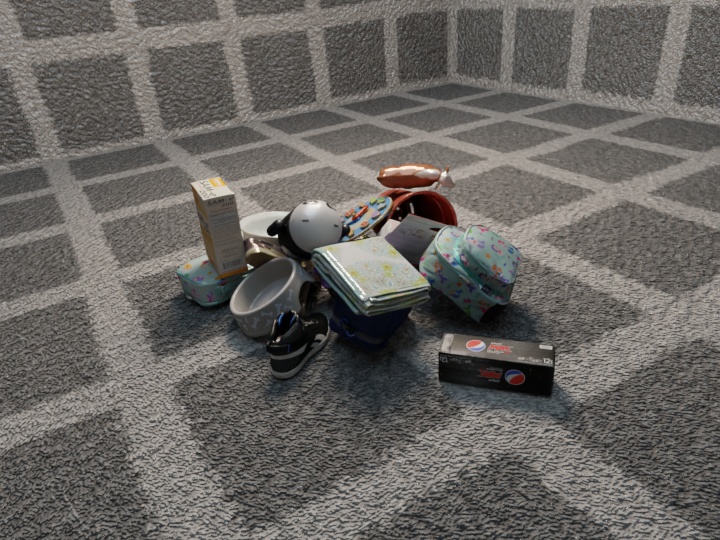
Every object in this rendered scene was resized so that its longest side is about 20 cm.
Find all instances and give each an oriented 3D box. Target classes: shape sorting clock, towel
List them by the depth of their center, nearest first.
[{"bbox_3d":[0.021,0.008,1.042,0.171,0.048,0.200,-10,42,-33],"label":"towel"},{"bbox_3d":[-0.008,-0.125,1.328,0.200,0.039,0.200,-32,18,12],"label":"shape sorting clock"}]

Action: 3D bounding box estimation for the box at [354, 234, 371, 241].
[{"bbox_3d":[-0.086,-0.073,1.475,0.159,0.049,0.200,-22,33,-32],"label":"box"}]

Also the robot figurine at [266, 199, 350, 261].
[{"bbox_3d":[-0.118,-0.090,1.209,0.150,0.125,0.200,-40,8,-21],"label":"robot figurine"}]

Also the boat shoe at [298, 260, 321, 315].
[{"bbox_3d":[-0.123,0.037,1.259,0.065,0.072,0.200,9,37,13],"label":"boat shoe"}]

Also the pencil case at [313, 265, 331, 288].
[{"bbox_3d":[0.000,0.000,1.229,0.200,0.084,0.085,1,18,-27],"label":"pencil case"}]

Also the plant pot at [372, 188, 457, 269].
[{"bbox_3d":[0.123,-0.128,1.411,0.200,0.201,0.195,-13,21,-14],"label":"plant pot"}]

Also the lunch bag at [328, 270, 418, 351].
[{"bbox_3d":[0.026,0.074,1.104,0.136,0.133,0.200,27,39,19],"label":"lunch bag"}]

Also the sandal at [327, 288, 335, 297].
[{"bbox_3d":[-0.038,-0.008,1.308,0.054,0.080,0.200,-18,29,23],"label":"sandal"}]

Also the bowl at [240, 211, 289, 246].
[{"bbox_3d":[-0.216,-0.082,1.394,0.201,0.091,0.201,3,23,-1],"label":"bowl"}]

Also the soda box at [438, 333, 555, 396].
[{"bbox_3d":[0.243,0.167,0.957,0.200,0.071,0.063,5,31,18],"label":"soda box"}]

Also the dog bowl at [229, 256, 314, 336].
[{"bbox_3d":[-0.200,0.050,1.170,0.200,0.059,0.200,-24,33,17],"label":"dog bowl"}]

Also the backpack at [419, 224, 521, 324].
[{"bbox_3d":[0.232,-0.007,1.128,0.200,0.151,0.178,32,39,6],"label":"backpack"}]

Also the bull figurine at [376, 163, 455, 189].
[{"bbox_3d":[0.142,-0.239,1.363,0.199,0.065,0.121,4,6,4],"label":"bull figurine"}]

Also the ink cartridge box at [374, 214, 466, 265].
[{"bbox_3d":[0.154,-0.076,1.247,0.200,0.176,0.045,14,56,-22],"label":"ink cartridge box"}]

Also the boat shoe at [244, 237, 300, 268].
[{"bbox_3d":[-0.205,-0.030,1.286,0.072,0.200,0.065,-29,62,23],"label":"boat shoe"}]

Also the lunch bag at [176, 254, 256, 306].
[{"bbox_3d":[-0.343,0.015,1.323,0.200,0.077,0.160,-28,37,-35],"label":"lunch bag"}]

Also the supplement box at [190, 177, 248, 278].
[{"bbox_3d":[-0.329,-0.101,1.242,0.073,0.200,0.126,-18,32,-23],"label":"supplement box"}]

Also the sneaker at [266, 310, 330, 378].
[{"bbox_3d":[-0.118,0.114,1.068,0.073,0.112,0.200,7,31,19],"label":"sneaker"}]
